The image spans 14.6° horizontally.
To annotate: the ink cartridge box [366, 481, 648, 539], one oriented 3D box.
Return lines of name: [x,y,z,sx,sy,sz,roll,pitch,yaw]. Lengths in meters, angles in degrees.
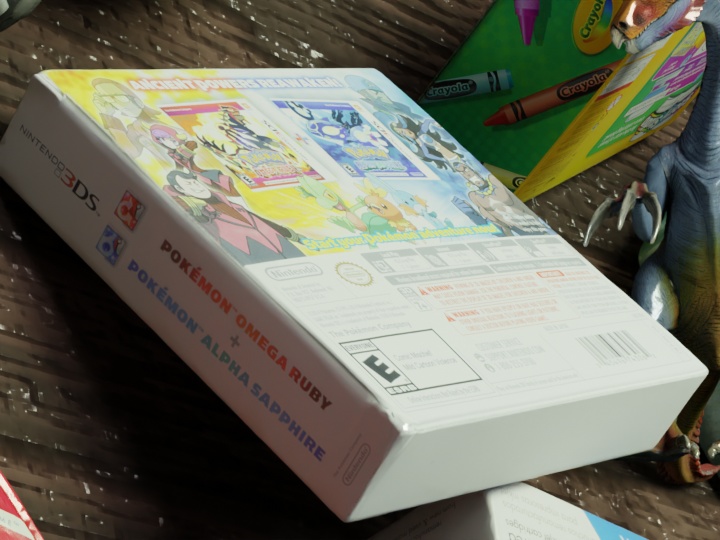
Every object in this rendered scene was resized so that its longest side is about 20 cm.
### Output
ink cartridge box: [0.070,0.180,0.929,0.115,0.068,0.201,25,44,-39]

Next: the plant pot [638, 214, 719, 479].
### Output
plant pot: [0.233,0.006,1.202,0.200,0.196,0.197,44,33,-6]

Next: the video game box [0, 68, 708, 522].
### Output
video game box: [0.000,0.000,0.955,0.182,0.047,0.200,46,27,24]

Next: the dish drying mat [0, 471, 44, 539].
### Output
dish drying mat: [-0.156,0.089,0.749,0.077,0.018,0.200,58,32,0]

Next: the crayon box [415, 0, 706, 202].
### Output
crayon box: [0.112,-0.104,1.178,0.058,0.119,0.200,44,30,11]

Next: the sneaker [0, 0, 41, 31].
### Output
sneaker: [-0.093,-0.133,0.990,0.096,0.079,0.200,54,31,-26]

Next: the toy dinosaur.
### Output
toy dinosaur: [0.121,-0.018,1.076,0.104,0.200,0.183,1,79,-14]
